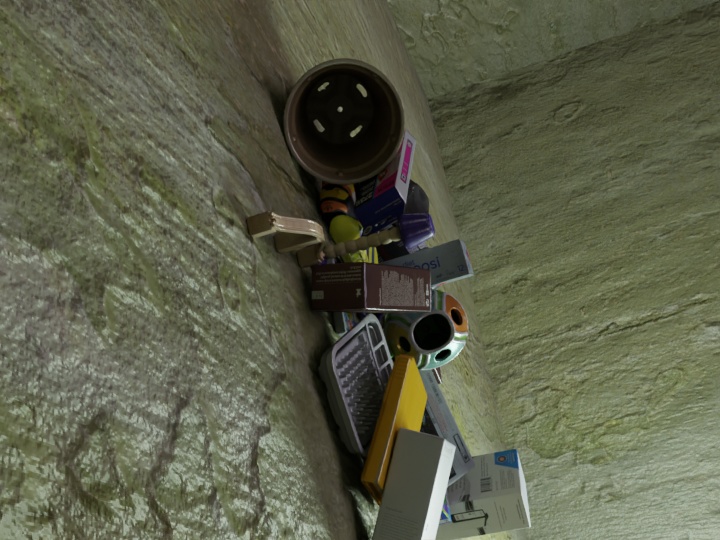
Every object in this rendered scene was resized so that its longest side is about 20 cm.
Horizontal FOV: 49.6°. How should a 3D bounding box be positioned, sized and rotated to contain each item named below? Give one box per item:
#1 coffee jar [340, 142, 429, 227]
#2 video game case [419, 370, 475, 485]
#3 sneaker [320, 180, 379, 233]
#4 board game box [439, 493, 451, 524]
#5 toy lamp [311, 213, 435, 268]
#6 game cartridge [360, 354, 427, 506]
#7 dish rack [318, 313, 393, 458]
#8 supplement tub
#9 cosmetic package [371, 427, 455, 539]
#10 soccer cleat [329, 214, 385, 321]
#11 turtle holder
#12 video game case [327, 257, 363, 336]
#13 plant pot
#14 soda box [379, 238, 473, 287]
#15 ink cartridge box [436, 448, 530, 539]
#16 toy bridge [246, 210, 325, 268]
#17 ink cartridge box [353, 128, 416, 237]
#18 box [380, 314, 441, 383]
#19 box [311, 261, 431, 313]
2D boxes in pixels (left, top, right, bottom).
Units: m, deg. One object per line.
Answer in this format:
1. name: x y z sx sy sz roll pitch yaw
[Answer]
1. coffee jar: 0.033 -0.153 1.439 0.200 0.086 0.104 37 -2 33
2. video game case: 0.114 0.273 1.347 0.181 0.023 0.202 -7 70 -59
3. sneaker: -0.025 -0.079 1.396 0.201 0.069 0.091 58 35 -50
4. board game box: 0.111 0.335 1.398 0.135 0.044 0.202 58 21 -48
5. toy lamp: 0.017 -0.044 1.205 0.058 0.198 0.059 -17 90 -76
6. game cartridge: 0.055 0.247 1.178 0.177 0.032 0.202 68 33 -56
7. dish rack: -0.002 0.171 1.173 0.200 0.043 0.173 -36 111 -66
8. supplement tub: 0.075 -0.035 1.522 0.201 0.107 0.107 55 11 9
9. cosmetic package: 0.074 0.336 1.113 0.101 0.071 0.202 47 55 -66
10. soccer cleat: 0.001 0.000 1.310 0.084 0.064 0.202 -79 151 -58
11. turtle holder: 0.098 0.104 1.354 0.132 0.183 0.143 -170 -102 -88
12. video game case: -0.013 0.064 1.356 0.200 0.018 0.145 46 32 -65
13. plant pot: -0.033 -0.268 1.345 0.184 0.199 0.202 -104 173 -70
14. soda box: 0.102 0.003 1.426 0.063 0.198 0.069 11 62 -74
15. ink cartridge box: 0.211 0.425 1.473 0.146 0.198 0.085 -67 142 -69
16. toy bridge: -0.085 -0.044 1.077 0.200 0.067 0.028 36 40 -69
17. ink cartridge box: 0.039 -0.145 1.300 0.037 0.094 0.201 39 40 -29
18. box: 0.104 0.142 1.604 0.101 0.074 0.201 -91 159 -49
19. box: 0.020 0.029 1.209 0.199 0.099 0.076 3 85 -57
